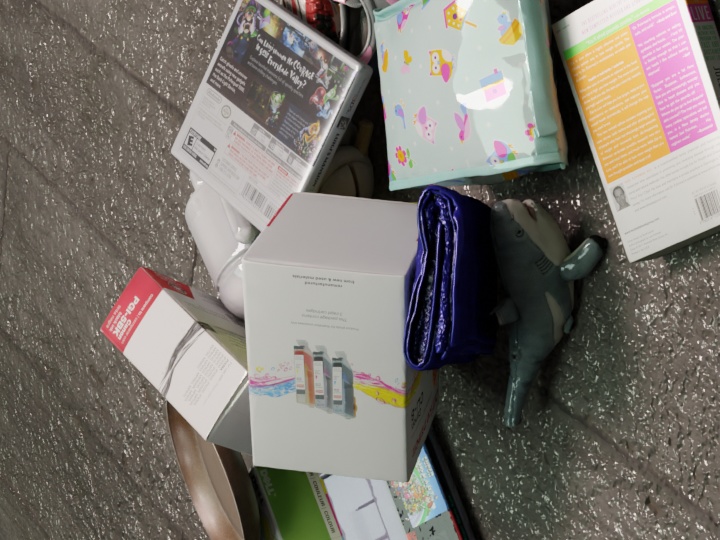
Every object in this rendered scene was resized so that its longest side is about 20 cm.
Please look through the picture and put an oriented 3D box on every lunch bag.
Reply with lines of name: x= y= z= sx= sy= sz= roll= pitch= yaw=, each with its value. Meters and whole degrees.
lunch bag: x=0.104 y=-0.158 z=1.468 sx=0.200 sy=0.121 sz=0.172 roll=-7 pitch=90 yaw=62

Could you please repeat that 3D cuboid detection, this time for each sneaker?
sneaker: x=0.012 y=-0.275 z=1.613 sx=0.070 sy=0.081 sz=0.202 roll=20 pitch=113 yaw=53
sneaker: x=-0.057 y=-0.277 z=1.722 sx=0.082 sy=0.077 sz=0.202 roll=-33 pitch=69 yaw=55

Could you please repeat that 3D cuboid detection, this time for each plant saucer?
plant saucer: x=-0.149 y=0.212 z=1.825 sx=0.201 sy=0.032 sz=0.201 roll=55 pitch=157 yaw=37

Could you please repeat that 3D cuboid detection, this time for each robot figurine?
robot figurine: x=-0.109 y=-0.029 z=1.816 sx=0.201 sy=0.112 sz=0.170 roll=64 pitch=-177 yaw=27

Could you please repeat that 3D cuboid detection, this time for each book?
book: x=0.231 y=-0.121 z=1.352 sx=0.133 sy=0.048 sz=0.202 roll=-27 pitch=75 yaw=53

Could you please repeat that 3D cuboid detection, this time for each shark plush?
shark plush: x=0.131 y=0.031 z=1.493 sx=0.091 sy=0.083 sz=0.201 roll=40 pitch=129 yaw=40

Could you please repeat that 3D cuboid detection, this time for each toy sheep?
toy sheep: x=-0.049 y=-0.101 z=1.703 sx=0.200 sy=0.137 sz=0.139 roll=42 pitch=130 yaw=36

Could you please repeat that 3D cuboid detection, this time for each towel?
towel: x=0.084 y=0.009 z=1.479 sx=0.049 sy=0.200 sz=0.149 roll=7 pitch=90 yaw=14

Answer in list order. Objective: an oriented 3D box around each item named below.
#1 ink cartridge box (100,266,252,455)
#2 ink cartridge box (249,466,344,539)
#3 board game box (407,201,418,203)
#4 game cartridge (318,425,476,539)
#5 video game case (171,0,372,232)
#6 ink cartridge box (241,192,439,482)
ink cartridge box: x=-0.142 y=0.097 z=1.745 sx=0.200 sy=0.146 sz=0.083 roll=40 pitch=99 yaw=39
ink cartridge box: x=-0.054 y=0.256 z=1.797 sx=0.149 sy=0.075 sz=0.200 roll=68 pitch=154 yaw=21
board game box: x=0.000 y=0.000 z=1.669 sx=0.200 sy=0.101 sz=0.048 roll=-41 pitch=62 yaw=51
game cartridge: x=0.036 y=0.229 z=1.681 sx=0.129 sy=0.038 sz=0.201 roll=-34 pitch=68 yaw=31
video game case: x=-0.087 y=-0.147 z=1.647 sx=0.200 sy=0.023 sz=0.183 roll=40 pitch=110 yaw=43
ink cartridge box: x=-0.012 y=0.057 z=1.515 sx=0.143 sy=0.146 sz=0.202 roll=6 pitch=117 yaw=13
